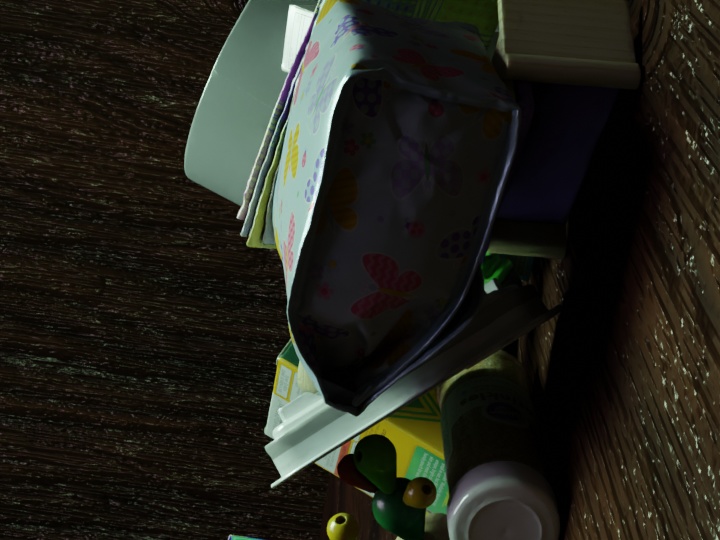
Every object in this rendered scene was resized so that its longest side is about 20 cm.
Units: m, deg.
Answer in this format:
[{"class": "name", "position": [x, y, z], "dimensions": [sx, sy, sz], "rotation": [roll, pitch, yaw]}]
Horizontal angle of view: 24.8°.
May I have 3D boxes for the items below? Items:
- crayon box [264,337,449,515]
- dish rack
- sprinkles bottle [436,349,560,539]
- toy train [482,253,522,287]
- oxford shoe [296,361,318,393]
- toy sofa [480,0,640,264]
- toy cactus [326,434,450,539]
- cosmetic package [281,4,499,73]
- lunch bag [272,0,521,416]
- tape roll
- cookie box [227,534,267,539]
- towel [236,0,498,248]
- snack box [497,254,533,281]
[{"class": "crayon box", "position": [0.028, 0.128, 1.235], "dimensions": [0.052, 0.199, 0.126], "rotation": [-54, -12, -31]}, {"class": "dish rack", "position": [0.030, 0.062, 1.036], "dimensions": [0.044, 0.199, 0.172], "rotation": [57, -170, 4]}, {"class": "sprinkles bottle", "position": [0.086, 0.119, 1.067], "dimensions": [0.200, 0.068, 0.069], "rotation": [-90, 9, -69]}, {"class": "toy train", "position": [0.069, -0.036, 1.164], "dimensions": [0.042, 0.056, 0.201], "rotation": [-50, -55, -43]}, {"class": "oxford shoe", "position": [0.000, 0.000, 1.185], "dimensions": [0.074, 0.071, 0.201], "rotation": [-18, 41, 50]}, {"class": "toy sofa", "position": [0.110, -0.074, 1.024], "dimensions": [0.200, 0.082, 0.098], "rotation": [103, 168, -58]}, {"class": "toy cactus", "position": [0.027, 0.197, 1.030], "dimensions": [0.201, 0.102, 0.165], "rotation": [68, -164, -3]}, {"class": "cosmetic package", "position": [0.051, -0.150, 1.137], "dimensions": [0.082, 0.199, 0.051], "rotation": [30, 116, 48]}, {"class": "lunch bag", "position": [0.012, -0.039, 0.958], "dimensions": [0.170, 0.126, 0.201], "rotation": [-103, 29, -67]}, {"class": "tape roll", "position": [-0.056, -0.143, 1.231], "dimensions": [0.201, 0.066, 0.200], "rotation": [-62, -5, -8]}, {"class": "cookie box", "position": [-0.008, 0.286, 1.139], "dimensions": [0.075, 0.199, 0.172], "rotation": [-90, 9, -68]}, {"class": "towel", "position": [0.010, -0.100, 1.058], "dimensions": [0.023, 0.143, 0.201], "rotation": [42, 117, 47]}, {"class": "snack box", "position": [0.117, -0.082, 1.287], "dimensions": [0.200, 0.037, 0.117], "rotation": [-90, 8, -69]}]
